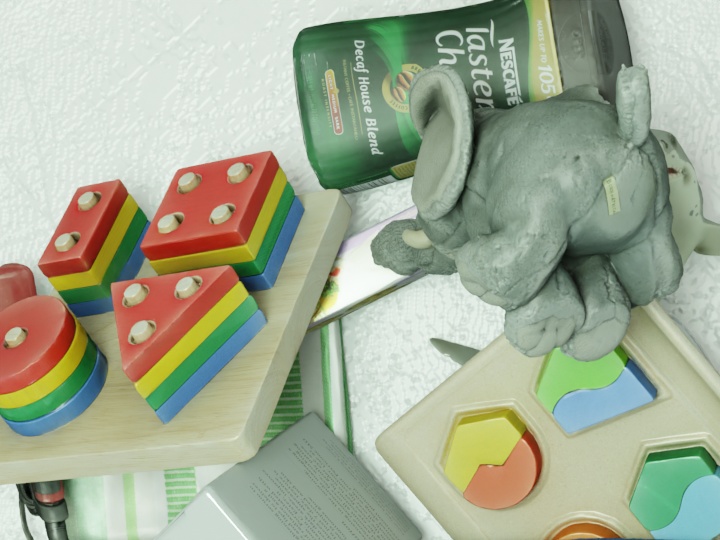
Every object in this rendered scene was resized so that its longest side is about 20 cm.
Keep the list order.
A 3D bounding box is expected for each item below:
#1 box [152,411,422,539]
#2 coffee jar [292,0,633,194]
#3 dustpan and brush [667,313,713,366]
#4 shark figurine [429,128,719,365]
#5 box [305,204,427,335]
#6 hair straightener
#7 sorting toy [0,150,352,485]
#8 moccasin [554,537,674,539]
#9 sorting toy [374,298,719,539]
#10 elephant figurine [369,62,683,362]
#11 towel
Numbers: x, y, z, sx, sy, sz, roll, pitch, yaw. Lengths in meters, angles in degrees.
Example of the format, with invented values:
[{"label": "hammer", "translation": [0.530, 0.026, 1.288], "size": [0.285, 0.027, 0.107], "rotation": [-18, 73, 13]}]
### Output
[{"label": "box", "translation": [-0.071, 0.186, 1.126], "size": [0.152, 0.200, 0.106], "rotation": [-44, 86, 17]}, {"label": "coffee jar", "translation": [0.064, -0.113, 1.185], "size": [0.199, 0.085, 0.105], "rotation": [-11, 83, 14]}, {"label": "dustpan and brush", "translation": [0.229, 0.112, 1.135], "size": [0.139, 0.057, 0.201], "rotation": [-34, 78, 12]}, {"label": "shark figurine", "translation": [0.145, -0.006, 1.174], "size": [0.215, 0.128, 0.090], "rotation": [-54, 40, 31]}, {"label": "box", "translation": [0.000, 0.000, 1.199], "size": [0.199, 0.041, 0.039], "rotation": [-26, 84, 1]}, {"label": "hair straightener", "translation": [-0.209, 0.100, 1.260], "size": [0.041, 0.077, 0.201], "rotation": [-15, 80, -24]}, {"label": "sorting toy", "translation": [-0.129, 0.022, 1.153], "size": [0.199, 0.070, 0.199], "rotation": [-8, 41, 30]}, {"label": "moccasin", "translation": [0.128, 0.186, 1.092], "size": [0.199, 0.080, 0.069], "rotation": [-4, 89, 30]}, {"label": "sorting toy", "translation": [0.129, 0.117, 1.124], "size": [0.200, 0.036, 0.185], "rotation": [-41, 91, 26]}, {"label": "elephant figurine", "translation": [0.075, -0.050, 1.065], "size": [0.155, 0.142, 0.200], "rotation": [-42, 39, -1]}, {"label": "towel", "translation": [-0.103, 0.091, 1.247], "size": [0.199, 0.023, 0.153], "rotation": [-7, 85, 14]}]
